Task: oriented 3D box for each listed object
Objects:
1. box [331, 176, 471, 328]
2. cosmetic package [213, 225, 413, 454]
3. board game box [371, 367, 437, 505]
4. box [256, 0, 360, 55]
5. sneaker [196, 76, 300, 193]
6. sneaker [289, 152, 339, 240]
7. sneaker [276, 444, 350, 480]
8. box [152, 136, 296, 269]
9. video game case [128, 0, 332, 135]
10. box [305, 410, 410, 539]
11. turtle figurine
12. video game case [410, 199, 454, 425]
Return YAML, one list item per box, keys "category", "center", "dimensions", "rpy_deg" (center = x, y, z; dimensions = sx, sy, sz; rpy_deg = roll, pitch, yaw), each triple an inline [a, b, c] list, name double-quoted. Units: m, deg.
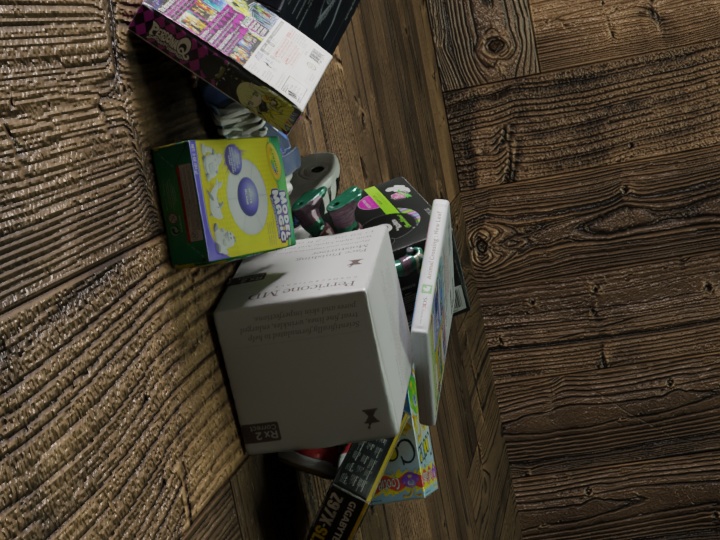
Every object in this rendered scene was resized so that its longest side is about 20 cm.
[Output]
- category: "box"
  center: [0.033, -0.014, 1.838]
  dimensions: [0.200, 0.147, 0.125]
  rpy_deg: [-128, -159, -60]
- category: "cosmetic package"
  center: [-0.043, 0.070, 1.502]
  dimensions: [0.200, 0.163, 0.167]
  rpy_deg: [-72, 152, -69]
- category: "board game box"
  center: [0.032, 0.207, 1.912]
  dimensions: [0.103, 0.104, 0.202]
  rpy_deg: [6, 74, -77]
- category: "box"
  center: [-0.079, -0.344, 1.667]
  dimensions: [0.149, 0.104, 0.200]
  rpy_deg: [-63, 162, -7]
- category: "sneaker"
  center: [-0.116, -0.135, 1.519]
  dimensions: [0.200, 0.080, 0.148]
  rpy_deg: [61, 18, -73]
- category: "sneaker"
  center: [-0.064, -0.054, 1.760]
  dimensions: [0.201, 0.072, 0.113]
  rpy_deg: [-69, 152, -53]
- category: "sneaker"
  center: [-0.035, 0.168, 1.595]
  dimensions: [0.200, 0.071, 0.113]
  rpy_deg: [8, 104, -83]
- category: "box"
  center: [-0.124, -0.070, 1.402]
  dimensions: [0.200, 0.048, 0.119]
  rpy_deg: [-16, 96, -65]
- category: "video game case"
  center: [-0.122, -0.224, 1.403]
  dimensions: [0.180, 0.036, 0.200]
  rpy_deg: [34, 23, -8]
- category: "box"
  center: [-0.015, 0.253, 1.540]
  dimensions: [0.161, 0.049, 0.200]
  rpy_deg: [-65, 176, 25]
- category: "turtle figurine"
  center: [0.000, 0.000, 1.635]
  dimensions: [0.201, 0.149, 0.101]
  rpy_deg: [63, 36, -26]
- category: "video game case"
  center: [0.085, 0.051, 1.637]
  dimensions: [0.201, 0.022, 0.183]
  rpy_deg: [82, 16, -54]
